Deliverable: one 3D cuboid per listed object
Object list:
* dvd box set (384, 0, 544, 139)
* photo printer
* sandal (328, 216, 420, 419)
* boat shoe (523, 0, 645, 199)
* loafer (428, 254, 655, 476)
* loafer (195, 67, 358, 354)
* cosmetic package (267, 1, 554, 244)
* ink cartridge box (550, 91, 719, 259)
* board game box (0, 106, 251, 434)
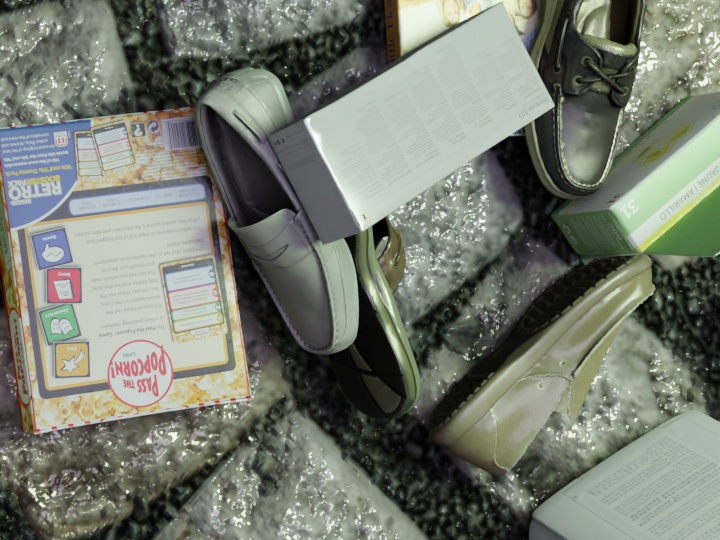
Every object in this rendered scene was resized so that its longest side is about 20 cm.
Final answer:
[{"bbox_3d":[0.087,-0.192,1.593,0.145,0.029,0.201,-2,89,-20],"label":"dvd box set"},{"bbox_3d":[0.231,0.183,1.543,0.166,0.200,0.070,-31,116,-17],"label":"photo printer"},{"bbox_3d":[0.000,0.001,1.546,0.057,0.080,0.202,-21,98,-45],"label":"sandal"},{"bbox_3d":[0.159,-0.150,1.567,0.073,0.065,0.201,4,87,-28],"label":"boat shoe"},{"bbox_3d":[0.135,0.066,1.585,0.200,0.076,0.068,-41,104,-6],"label":"loafer"},{"bbox_3d":[-0.059,-0.033,1.489,0.070,0.070,0.201,-35,106,-51],"label":"loafer"},{"bbox_3d":[0.036,-0.099,1.498,0.200,0.051,0.083,-33,97,-37],"label":"cosmetic package"},{"bbox_3d":[0.232,-0.067,1.550,0.145,0.200,0.048,-40,101,-15],"label":"ink cartridge box"},{"bbox_3d":[-0.161,-0.002,1.497,0.151,0.046,0.201,-7,91,-19],"label":"board game box"}]
